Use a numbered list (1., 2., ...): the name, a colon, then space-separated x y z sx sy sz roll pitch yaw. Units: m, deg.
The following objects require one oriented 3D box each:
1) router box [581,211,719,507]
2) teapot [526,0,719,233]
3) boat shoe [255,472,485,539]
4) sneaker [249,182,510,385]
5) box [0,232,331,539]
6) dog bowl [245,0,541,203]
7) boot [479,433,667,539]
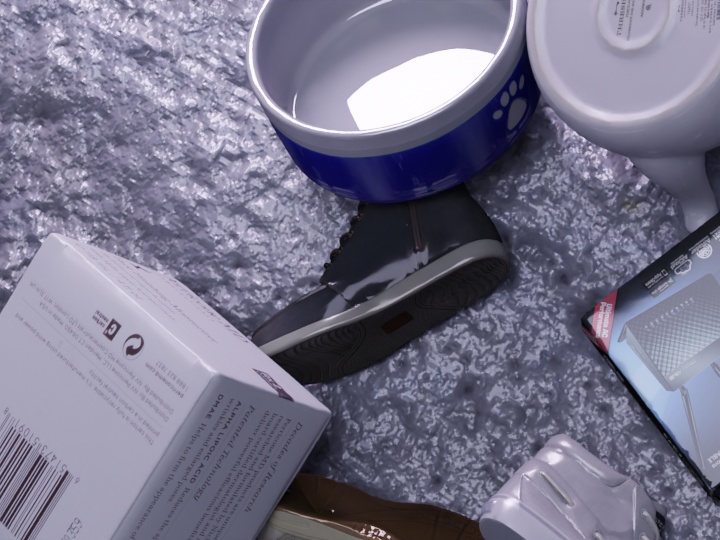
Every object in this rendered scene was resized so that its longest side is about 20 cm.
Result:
1. router box: 0.269 0.037 1.598 0.200 0.062 0.150 -38 70 3
2. teapot: 0.219 -0.165 1.625 0.200 0.146 0.198 -47 60 21
3. boat shoe: 0.021 0.198 1.629 0.200 0.072 0.065 16 116 15
4. sneaker: 0.000 0.000 1.690 0.200 0.075 0.106 -27 59 6
5. box: -0.164 0.115 1.625 0.199 0.131 0.200 37 98 38
6. dog bowl: 0.025 -0.148 1.679 0.200 0.079 0.200 -11 52 14
7. boot: 0.180 0.193 1.576 0.200 0.074 0.096 42 65 5
